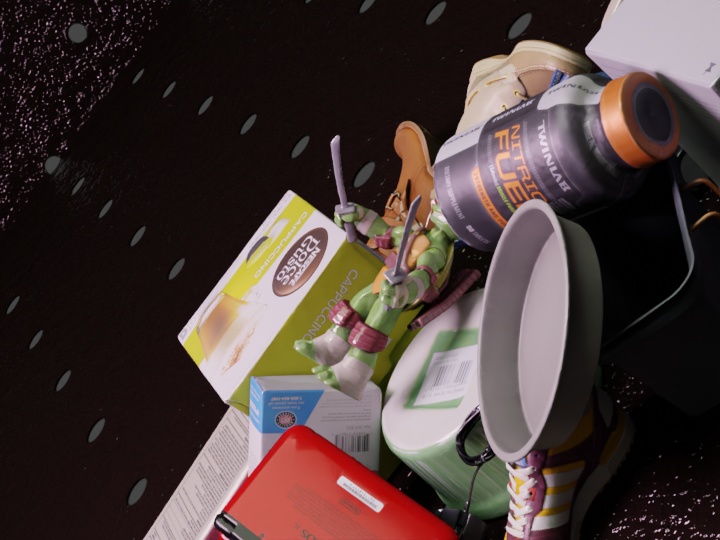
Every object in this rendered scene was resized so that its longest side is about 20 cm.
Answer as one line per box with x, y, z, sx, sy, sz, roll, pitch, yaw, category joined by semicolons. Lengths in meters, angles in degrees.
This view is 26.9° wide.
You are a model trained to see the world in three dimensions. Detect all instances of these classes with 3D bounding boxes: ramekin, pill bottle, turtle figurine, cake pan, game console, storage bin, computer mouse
0.111;0.112;1.351;0.200;0.097;0.201;-39;28;26;ramekin
0.159;-0.092;1.209;0.199;0.106;0.107;-24;38;47;pill bottle
0.000;0.000;1.334;0.144;0.200;0.195;36;98;30;turtle figurine
0.137;0.047;1.155;0.200;0.036;0.203;-173;90;-77;cake pan
-0.023;0.265;1.302;0.199;0.119;0.173;31;73;30;game console
0.253;0.007;1.203;0.145;0.134;0.201;-38;30;27;storage bin
0.090;0.196;1.256;0.034;0.058;0.202;-46;-29;-71;computer mouse

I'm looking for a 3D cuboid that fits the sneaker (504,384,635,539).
0.142;0.180;1.222;0.075;0.090;0.201;-1;56;59;sneaker

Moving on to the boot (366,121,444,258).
0.059;-0.082;1.736;0.156;0.076;0.200;-57;33;1;boot

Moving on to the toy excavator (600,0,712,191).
0.246;-0.163;1.361;0.194;0.201;0.100;-40;25;-6;toy excavator

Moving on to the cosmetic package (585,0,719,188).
0.321;-0.147;1.207;0.123;0.199;0.199;-52;26;0;cosmetic package

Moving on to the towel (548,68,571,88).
0.172;-0.086;1.429;0.024;0.200;0.146;24;76;22;towel

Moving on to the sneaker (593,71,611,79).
0.198;-0.155;1.572;0.199;0.075;0.089;-36;29;30;sneaker

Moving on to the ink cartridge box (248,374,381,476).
-0.045;0.202;1.398;0.068;0.114;0.202;-149;61;-74;ink cartridge box

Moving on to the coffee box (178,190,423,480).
-0.031;0.071;1.526;0.200;0.199;0.198;-53;25;1;coffee box

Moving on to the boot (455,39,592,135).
0.146;-0.140;1.485;0.200;0.072;0.157;-3;64;65;boot

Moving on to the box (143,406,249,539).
-0.123;0.254;1.541;0.201;0.108;0.128;-57;24;2;box
